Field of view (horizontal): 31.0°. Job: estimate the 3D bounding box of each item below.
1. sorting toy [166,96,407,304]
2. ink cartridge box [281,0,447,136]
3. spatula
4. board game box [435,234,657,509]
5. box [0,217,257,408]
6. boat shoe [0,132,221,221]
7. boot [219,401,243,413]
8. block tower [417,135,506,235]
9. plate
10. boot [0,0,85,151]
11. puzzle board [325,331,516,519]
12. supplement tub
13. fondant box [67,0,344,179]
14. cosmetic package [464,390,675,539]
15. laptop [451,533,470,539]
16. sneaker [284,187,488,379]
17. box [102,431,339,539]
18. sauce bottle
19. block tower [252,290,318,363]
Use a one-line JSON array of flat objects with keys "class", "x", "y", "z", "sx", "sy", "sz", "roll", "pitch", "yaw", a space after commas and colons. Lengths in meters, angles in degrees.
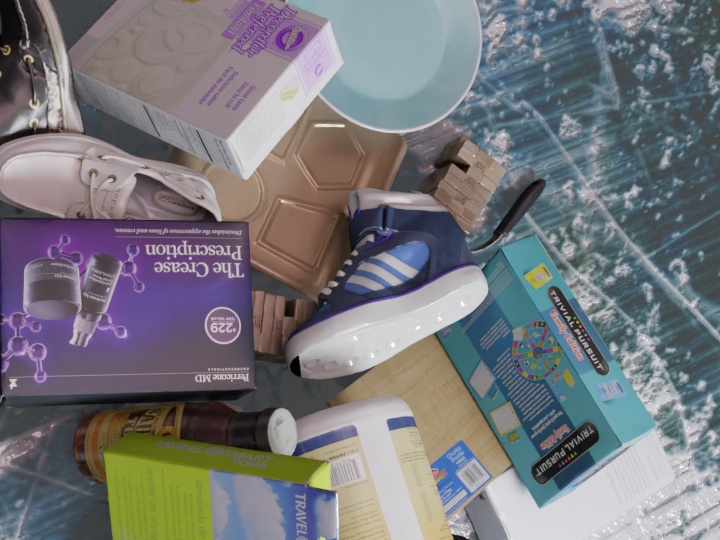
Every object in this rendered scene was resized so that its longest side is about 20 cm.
[{"class": "sorting toy", "x": -0.075, "y": -0.089, "z": 1.211, "sx": 0.199, "sy": 0.036, "sz": 0.186, "roll": 27, "pitch": 72, "yaw": -13}, {"class": "ink cartridge box", "x": -0.014, "y": -0.228, "z": 1.235, "sx": 0.199, "sy": 0.068, "sz": 0.117, "roll": 30, "pitch": 72, "yaw": -18}, {"class": "spatula", "x": 0.125, "y": -0.031, "z": 1.286, "sx": 0.200, "sy": 0.056, "sz": 0.021, "roll": -43, "pitch": 114, "yaw": -30}, {"class": "board game box", "x": 0.160, "y": 0.093, "z": 1.170, "sx": 0.047, "sy": 0.151, "sz": 0.201, "roll": -19, "pitch": 70, "yaw": -32}, {"class": "box", "x": -0.190, "y": 0.034, "z": 1.041, "sx": 0.199, "sy": 0.079, "sz": 0.142, "roll": 0, "pitch": 80, "yaw": -19}, {"class": "boat shoe", "x": -0.208, "y": -0.066, "z": 1.081, "sx": 0.199, "sy": 0.069, "sz": 0.071, "roll": 6, "pitch": 110, "yaw": -27}, {"class": "boot", "x": -0.165, "y": 0.210, "z": 1.101, "sx": 0.143, "sy": 0.072, "sz": 0.202, "roll": 3, "pitch": 78, "yaw": -4}, {"class": "block tower", "x": 0.068, "y": -0.037, "z": 1.253, "sx": 0.058, "sy": 0.054, "sz": 0.201, "roll": 35, "pitch": 70, "yaw": -15}, {"class": "plate", "x": 0.020, "y": -0.224, "z": 1.198, "sx": 0.199, "sy": 0.026, "sz": 0.202, "roll": 3, "pitch": 81, "yaw": -22}, {"class": "boot", "x": -0.316, "y": -0.150, "z": 1.071, "sx": 0.150, "sy": 0.073, "sz": 0.201, "roll": -19, "pitch": 115, "yaw": -22}, {"class": "puzzle board", "x": 0.083, "y": 0.132, "z": 1.217, "sx": 0.200, "sy": 0.017, "sz": 0.151, "roll": -34, "pitch": 78, "yaw": -34}, {"class": "supplement tub", "x": 0.001, "y": 0.219, "z": 1.073, "sx": 0.144, "sy": 0.144, "sz": 0.201, "roll": -11, "pitch": 75, "yaw": -25}, {"class": "fondant box", "x": -0.136, "y": -0.179, "z": 1.116, "sx": 0.199, "sy": 0.058, "sz": 0.145, "roll": 27, "pitch": 66, "yaw": 27}, {"class": "cosmetic package", "x": 0.201, "y": 0.205, "z": 1.269, "sx": 0.199, "sy": 0.074, "sz": 0.102, "roll": -25, "pitch": 93, "yaw": -23}, {"class": "laptop", "x": -0.031, "y": 0.280, "z": 1.134, "sx": 0.178, "sy": 0.199, "sz": 0.103, "roll": -69, "pitch": 153, "yaw": -16}, {"class": "sneaker", "x": 0.000, "y": 0.000, "z": 1.155, "sx": 0.199, "sy": 0.081, "sz": 0.147, "roll": -23, "pitch": 59, "yaw": -15}, {"class": "box", "x": -0.098, "y": 0.197, "z": 0.992, "sx": 0.048, "sy": 0.199, "sz": 0.123, "roll": -38, "pitch": 129, "yaw": -60}, {"class": "sauce bottle", "x": -0.143, "y": 0.137, "z": 1.057, "sx": 0.066, "sy": 0.199, "sz": 0.067, "roll": 25, "pitch": 59, "yaw": -53}, {"class": "block tower", "x": -0.133, "y": 0.041, "z": 1.145, "sx": 0.199, "sy": 0.054, "sz": 0.058, "roll": 10, "pitch": 77, "yaw": -23}]
